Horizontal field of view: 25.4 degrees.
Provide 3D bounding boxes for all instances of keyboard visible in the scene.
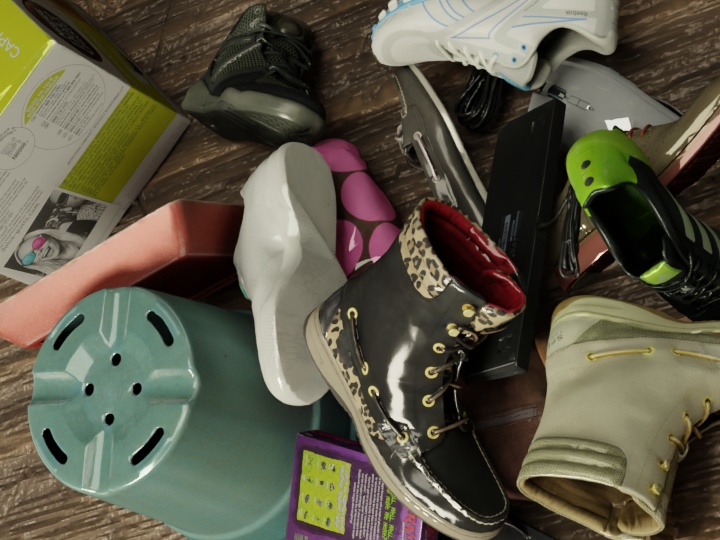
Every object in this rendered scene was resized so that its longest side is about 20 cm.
[{"bbox_3d":[0.120,-0.025,1.099,0.127,0.020,0.202,-23,52,58],"label":"keyboard"}]

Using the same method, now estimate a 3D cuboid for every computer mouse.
[{"bbox_3d":[0.159,-0.126,1.184,0.199,0.044,0.110,31,91,33],"label":"computer mouse"}]

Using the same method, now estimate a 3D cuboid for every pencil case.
[{"bbox_3d":[0.000,0.000,1.216,0.093,0.091,0.201,-39,58,18],"label":"pencil case"}]

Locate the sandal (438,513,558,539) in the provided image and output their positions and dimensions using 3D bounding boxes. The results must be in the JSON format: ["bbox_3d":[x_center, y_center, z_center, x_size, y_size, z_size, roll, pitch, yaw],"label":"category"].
[{"bbox_3d":[0.085,0.196,1.133,0.199,0.043,0.077,14,83,32],"label":"sandal"}]

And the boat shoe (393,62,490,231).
[{"bbox_3d":[0.059,-0.073,1.210,0.057,0.067,0.201,-28,65,3],"label":"boat shoe"}]

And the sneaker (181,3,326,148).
[{"bbox_3d":[-0.071,-0.159,1.279,0.115,0.076,0.199,-61,25,-4],"label":"sneaker"}]

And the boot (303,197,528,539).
[{"bbox_3d":[0.057,0.065,1.052,0.201,0.073,0.151,56,132,20],"label":"boot"}]

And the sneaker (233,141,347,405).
[{"bbox_3d":[-0.059,0.011,1.169,0.088,0.075,0.202,-27,53,40],"label":"sneaker"}]

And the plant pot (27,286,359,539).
[{"bbox_3d":[-0.131,0.106,1.195,0.198,0.196,0.202,-8,72,27],"label":"plant pot"}]

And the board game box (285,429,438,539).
[{"bbox_3d":[-0.004,0.226,1.150,0.119,0.032,0.202,13,100,39],"label":"board game box"}]

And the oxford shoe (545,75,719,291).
[{"bbox_3d":[0.188,-0.075,1.103,0.200,0.070,0.075,-46,72,25],"label":"oxford shoe"}]

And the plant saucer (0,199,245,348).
[{"bbox_3d":[-0.167,0.009,1.250,0.199,0.199,0.037,-29,79,20],"label":"plant saucer"}]

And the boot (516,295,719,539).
[{"bbox_3d":[0.207,0.103,1.018,0.198,0.072,0.155,12,49,9],"label":"boot"}]

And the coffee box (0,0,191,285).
[{"bbox_3d":[-0.308,-0.134,1.365,0.200,0.197,0.201,43,99,32],"label":"coffee box"}]

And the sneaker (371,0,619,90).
[{"bbox_3d":[0.098,-0.170,1.171,0.198,0.075,0.088,-12,71,26],"label":"sneaker"}]

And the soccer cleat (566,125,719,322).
[{"bbox_3d":[0.201,-0.009,1.041,0.067,0.200,0.081,-33,29,29],"label":"soccer cleat"}]

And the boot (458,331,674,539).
[{"bbox_3d":[0.123,0.144,1.109,0.165,0.072,0.202,-21,56,20],"label":"boot"}]
